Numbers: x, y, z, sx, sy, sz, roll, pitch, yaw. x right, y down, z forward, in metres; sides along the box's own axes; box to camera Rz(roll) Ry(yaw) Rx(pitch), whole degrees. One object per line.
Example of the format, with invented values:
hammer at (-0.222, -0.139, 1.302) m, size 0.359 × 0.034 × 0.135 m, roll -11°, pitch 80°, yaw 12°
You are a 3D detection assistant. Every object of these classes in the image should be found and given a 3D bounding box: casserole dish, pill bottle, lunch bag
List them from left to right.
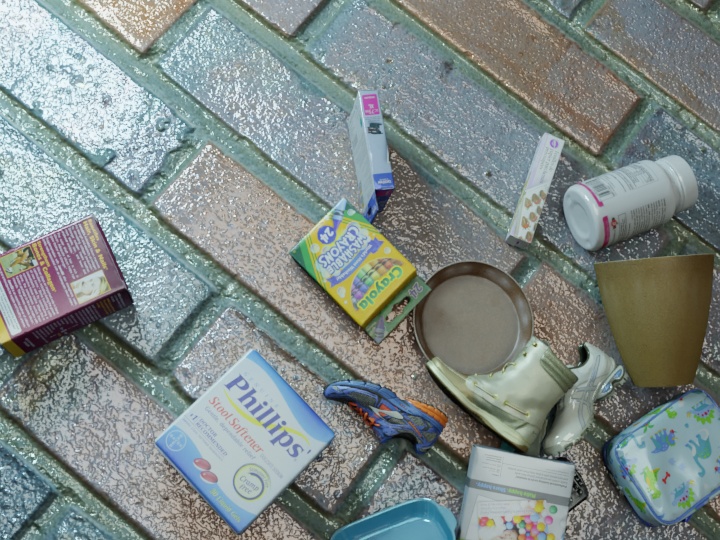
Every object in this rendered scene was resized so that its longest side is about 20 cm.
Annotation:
casserole dish at (0.049, 0.407, 1.435) m, size 0.198 × 0.039 × 0.121 m, roll -19°, pitch 34°, yaw -11°
pill bottle at (0.450, -0.116, 1.625) m, size 0.198 × 0.113 × 0.114 m, roll -20°, pitch 77°, yaw -12°
lunch bag at (0.492, 0.296, 1.528) m, size 0.199 × 0.083 × 0.161 m, roll -31°, pitch 79°, yaw -14°

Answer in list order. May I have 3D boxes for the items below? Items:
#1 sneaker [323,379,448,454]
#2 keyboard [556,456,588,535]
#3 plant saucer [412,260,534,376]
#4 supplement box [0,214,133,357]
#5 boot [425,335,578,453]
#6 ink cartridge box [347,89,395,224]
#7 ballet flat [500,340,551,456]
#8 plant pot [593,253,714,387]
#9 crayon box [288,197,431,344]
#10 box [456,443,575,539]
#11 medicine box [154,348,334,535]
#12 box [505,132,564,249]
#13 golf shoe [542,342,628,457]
sneaker at (0.034, 0.221, 1.497) m, size 0.198 × 0.075 × 0.079 m, roll 21°, pitch 76°, yaw 1°
keyboard at (0.272, 0.380, 1.498) m, size 0.199 × 0.040 × 0.104 m, roll -34°, pitch 80°, yaw -14°
plant saucer at (0.179, 0.085, 1.574) m, size 0.198 × 0.035 × 0.202 m, roll 2°, pitch 74°, yaw -8°
supplement box at (-0.462, 0.024, 1.473) m, size 0.199 × 0.103 × 0.132 m, roll -24°, pitch 78°, yaw -12°
boot at (0.215, 0.159, 1.493) m, size 0.199 × 0.072 × 0.155 m, roll 38°, pitch 83°, yaw 14°
ink cartridge box at (0.018, -0.175, 1.583) m, size 0.042 × 0.119 × 0.202 m, roll -4°, pitch 75°, yaw -10°
ballet flat at (0.274, 0.211, 1.543) m, size 0.063 × 0.067 × 0.202 m, roll 28°, pitch 71°, yaw -27°
plant pot at (0.473, 0.080, 1.550) m, size 0.184 × 0.186 × 0.202 m, roll -4°, pitch 87°, yaw -8°
crayon box at (0.000, 0.000, 1.546) m, size 0.126 × 0.052 × 0.200 m, roll -45°, pitch 79°, yaw -4°
box at (0.227, 0.375, 1.460) m, size 0.154 × 0.041 × 0.202 m, roll 11°, pitch 86°, yaw 1°
medicine box at (-0.170, 0.254, 1.445) m, size 0.182 × 0.103 × 0.200 m, roll 45°, pitch 74°, yaw 6°
box at (0.295, -0.134, 1.648) m, size 0.038 × 0.041 × 0.202 m, roll 22°, pitch 73°, yaw -1°
golf shoe at (0.329, 0.200, 1.532) m, size 0.097 × 0.078 × 0.200 m, roll 45°, pitch 62°, yaw -4°
